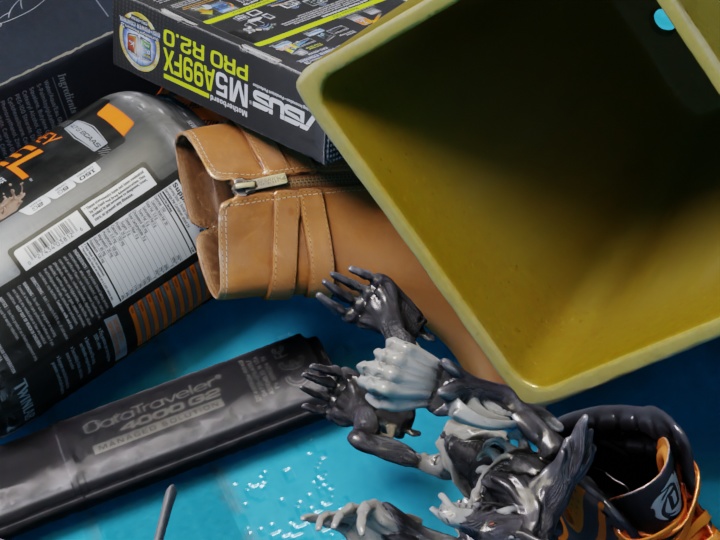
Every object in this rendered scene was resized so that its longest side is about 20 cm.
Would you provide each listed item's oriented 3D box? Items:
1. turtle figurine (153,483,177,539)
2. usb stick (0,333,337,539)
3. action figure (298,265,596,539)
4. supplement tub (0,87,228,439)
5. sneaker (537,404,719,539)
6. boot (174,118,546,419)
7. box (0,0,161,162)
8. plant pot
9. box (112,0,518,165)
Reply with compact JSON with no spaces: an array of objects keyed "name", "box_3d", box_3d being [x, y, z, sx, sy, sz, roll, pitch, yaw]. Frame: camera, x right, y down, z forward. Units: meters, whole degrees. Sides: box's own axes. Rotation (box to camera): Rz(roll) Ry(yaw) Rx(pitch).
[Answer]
[{"name":"turtle figurine","box_3d":[-0.034,0.177,0.893,0.200,0.144,0.194,-49,16,-12]},{"name":"usb stick","box_3d":[-0.108,0.085,1.092,0.200,0.033,0.055,-21,44,-7]},{"name":"action figure","box_3d":[0.029,0.084,0.945,0.102,0.119,0.200,9,22,-31]},{"name":"supplement tub","box_3d":[-0.146,-0.012,1.120,0.200,0.123,0.123,-35,53,-19]},{"name":"sneaker","box_3d":[0.146,0.136,0.951,0.078,0.112,0.200,-40,55,-22]},{"name":"boot","box_3d":[0.000,0.000,1.070,0.155,0.074,0.200,-10,62,-28]},{"name":"box","box_3d":[-0.225,-0.108,1.224,0.200,0.107,0.148,-27,51,-12]},{"name":"plant pot","box_3d":[0.133,-0.090,0.994,0.195,0.194,0.200,-27,14,42]},{"name":"box","box_3d":[-0.004,-0.128,1.112,0.160,0.044,0.200,27,38,35]}]
